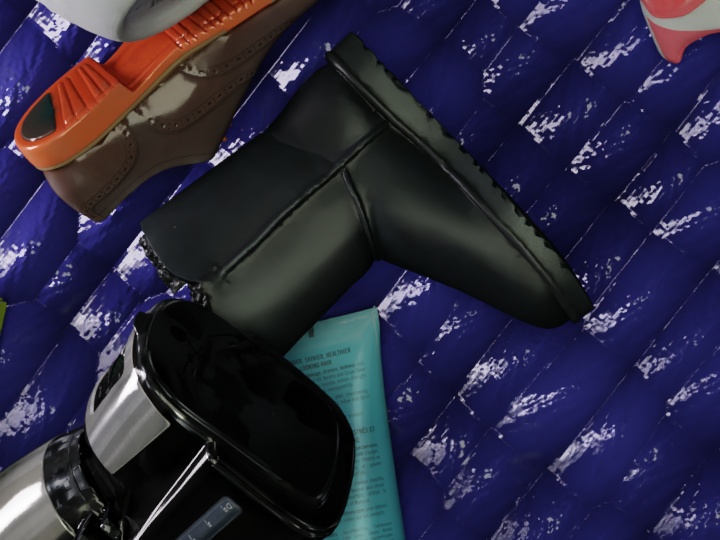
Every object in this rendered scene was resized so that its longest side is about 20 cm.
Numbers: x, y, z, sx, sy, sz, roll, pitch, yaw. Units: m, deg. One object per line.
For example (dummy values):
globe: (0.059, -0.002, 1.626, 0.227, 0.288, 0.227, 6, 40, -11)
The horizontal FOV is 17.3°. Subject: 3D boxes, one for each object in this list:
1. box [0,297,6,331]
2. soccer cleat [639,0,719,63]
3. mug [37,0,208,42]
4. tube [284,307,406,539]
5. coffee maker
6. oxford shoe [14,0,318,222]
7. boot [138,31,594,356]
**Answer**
box: (-0.244, 0.110, 1.240, 0.047, 0.122, 0.202, 12, 93, 12)
soccer cleat: (0.240, -0.160, 1.216, 0.198, 0.067, 0.077, -11, 123, 1)
mug: (-0.119, -0.222, 1.205, 0.199, 0.148, 0.176, -31, 79, -31)
tube: (-0.009, 0.125, 1.258, 0.077, 0.050, 0.202, -12, 87, 2)
coffee maker: (-0.095, 0.134, 1.206, 0.191, 0.135, 0.200, 28, 123, -35)
oxford shoe: (-0.086, -0.105, 1.254, 0.199, 0.071, 0.073, -36, 122, 0)
boot: (0.000, 0.000, 1.232, 0.168, 0.076, 0.200, -45, 82, 3)
